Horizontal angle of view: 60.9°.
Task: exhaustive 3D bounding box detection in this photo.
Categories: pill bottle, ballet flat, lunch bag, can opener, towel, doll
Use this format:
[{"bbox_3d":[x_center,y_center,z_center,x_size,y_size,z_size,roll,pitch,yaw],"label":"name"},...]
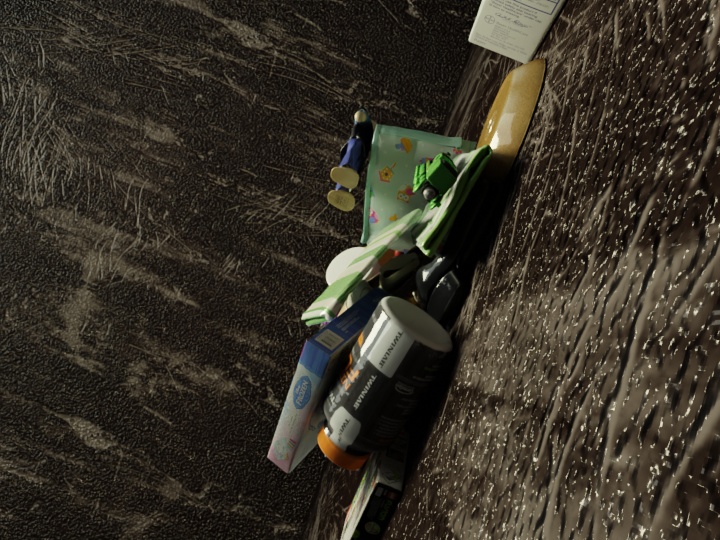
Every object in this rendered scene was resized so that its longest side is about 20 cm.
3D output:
[{"bbox_3d":[0.021,0.144,0.750,0.203,0.104,0.106,-60,2,16],"label":"pill bottle"},{"bbox_3d":[0.031,0.025,0.943,0.198,0.069,0.068,-37,-41,1],"label":"ballet flat"},{"bbox_3d":[0.091,-0.132,0.981,0.123,0.165,0.204,-68,-12,-48],"label":"lunch bag"},{"bbox_3d":[0.130,-0.027,0.780,0.062,0.078,0.204,-6,-52,-45],"label":"can opener"},{"bbox_3d":[0.112,-0.095,0.804,0.152,0.030,0.200,-61,1,6],"label":"towel"},{"bbox_3d":[0.000,0.000,0.880,0.200,0.023,0.152,-47,6,-17],"label":"towel"},{"bbox_3d":[0.018,0.063,1.106,0.202,0.111,0.116,61,-142,-40],"label":"pill bottle"},{"bbox_3d":[-0.009,-0.177,0.957,0.203,0.047,0.139,-73,-4,-48],"label":"doll"}]

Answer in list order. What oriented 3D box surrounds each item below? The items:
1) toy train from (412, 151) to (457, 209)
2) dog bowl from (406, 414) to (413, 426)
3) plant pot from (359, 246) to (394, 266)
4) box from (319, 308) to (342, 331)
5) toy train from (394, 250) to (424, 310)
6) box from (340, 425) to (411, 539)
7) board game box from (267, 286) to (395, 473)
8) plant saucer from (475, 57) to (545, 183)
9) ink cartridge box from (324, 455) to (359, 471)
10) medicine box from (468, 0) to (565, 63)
[{"bbox_3d":[0.097,-0.123,0.789,0.057,0.042,0.200,-47,7,16],"label":"toy train"},{"bbox_3d":[0.045,0.171,0.919,0.200,0.072,0.206,21,-91,-89],"label":"dog bowl"},{"bbox_3d":[0.046,0.032,1.318,0.140,0.196,0.205,-37,28,58],"label":"plant pot"},{"bbox_3d":[-0.005,0.151,1.032,0.036,0.138,0.207,-140,55,-67],"label":"box"},{"bbox_3d":[0.094,0.045,1.042,0.202,0.082,0.119,-82,-6,-55],"label":"toy train"},{"bbox_3d":[0.014,0.312,0.822,0.111,0.034,0.204,-70,-1,-59],"label":"box"},{"bbox_3d":[-0.036,0.146,0.852,0.199,0.043,0.204,-33,-33,-57],"label":"board game box"},{"bbox_3d":[0.192,-0.192,0.833,0.200,0.034,0.206,21,-91,-90],"label":"plant saucer"},{"bbox_3d":[0.003,0.277,1.264,0.202,0.081,0.148,-70,-1,-52],"label":"ink cartridge box"},{"bbox_3d":[0.241,-0.430,0.837,0.200,0.100,0.187,111,179,-74],"label":"medicine box"}]
